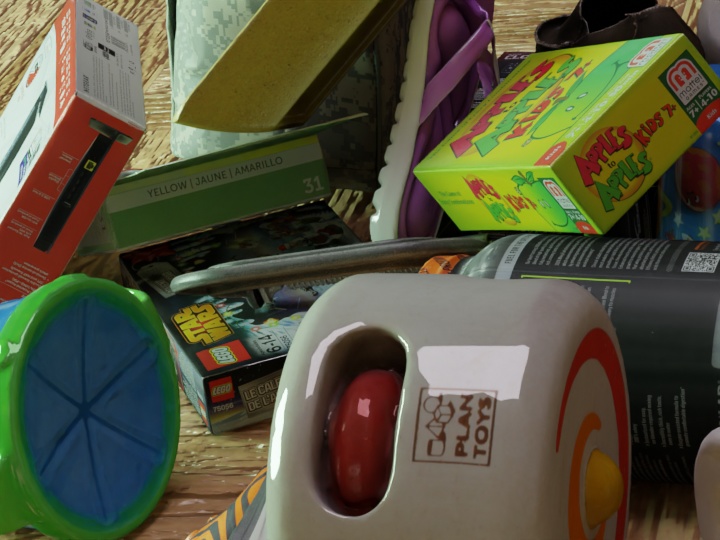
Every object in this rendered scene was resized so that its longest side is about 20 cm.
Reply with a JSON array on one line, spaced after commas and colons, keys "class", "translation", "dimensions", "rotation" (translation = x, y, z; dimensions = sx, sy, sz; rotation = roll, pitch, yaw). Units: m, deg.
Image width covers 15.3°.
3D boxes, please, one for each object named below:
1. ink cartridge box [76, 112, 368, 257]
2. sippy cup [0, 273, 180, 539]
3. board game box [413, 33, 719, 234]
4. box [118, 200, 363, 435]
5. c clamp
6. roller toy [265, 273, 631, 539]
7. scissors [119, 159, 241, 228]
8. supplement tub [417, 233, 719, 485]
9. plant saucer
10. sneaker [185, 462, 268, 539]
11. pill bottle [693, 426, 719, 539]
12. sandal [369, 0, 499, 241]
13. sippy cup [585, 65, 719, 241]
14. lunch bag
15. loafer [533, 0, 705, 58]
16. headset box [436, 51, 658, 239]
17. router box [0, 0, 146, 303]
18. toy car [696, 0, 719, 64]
[{"class": "ink cartridge box", "translation": [-0.086, -0.050, 1.610], "dimensions": [0.145, 0.048, 0.200], "rotation": [-16, 5, -19]}, {"class": "sippy cup", "translation": [-0.184, 0.075, 1.396], "dimensions": [0.130, 0.141, 0.177], "rotation": [-4, -4, 35]}, {"class": "board game box", "translation": [0.110, -0.071, 1.432], "dimensions": [0.102, 0.048, 0.200], "rotation": [-45, 14, -13]}, {"class": "box", "translation": [-0.052, 0.023, 1.560], "dimensions": [0.136, 0.040, 0.200], "rotation": [-16, 25, -14]}, {"class": "c clamp", "translation": [0.000, 0.000, 1.472], "dimensions": [0.198, 0.027, 0.171], "rotation": [-7, -1, 8]}, {"class": "roller toy", "translation": [0.048, 0.095, 1.187], "dimensions": [0.139, 0.184, 0.200], "rotation": [1, 25, 19]}, {"class": "scissors", "translation": [-0.110, -0.035, 1.749], "dimensions": [0.073, 0.014, 0.200], "rotation": [-14, 25, -17]}, {"class": "supplement tub", "translation": [0.128, 0.044, 1.350], "dimensions": [0.199, 0.123, 0.123], "rotation": [3, 26, 24]}, {"class": "plant saucer", "translation": [-0.016, -0.151, 1.565], "dimensions": [0.200, 0.048, 0.200], "rotation": [-51, -2, 8]}, {"class": "sneaker", "translation": [-0.088, 0.144, 1.257], "dimensions": [0.111, 0.078, 0.200], "rotation": [1, 26, 19]}, {"class": "pill bottle", "translation": [0.259, 0.100, 1.190], "dimensions": [0.199, 0.115, 0.114], "rotation": [-14, 24, -12]}, {"class": "sandal", "translation": [0.058, -0.098, 1.560], "dimensions": [0.049, 0.204, 0.082], "rotation": [12, -2, 28]}, {"class": "sippy cup", "translation": [0.222, -0.043, 1.484], "dimensions": [0.177, 0.131, 0.139], "rotation": [-20, 27, -26]}, {"class": "lunch bag", "translation": [-0.051, -0.161, 1.761], "dimensions": [0.166, 0.201, 0.139], "rotation": [3, 23, 12]}, {"class": "loafer", "translation": [0.157, -0.141, 1.607], "dimensions": [0.073, 0.072, 0.200], "rotation": [-16, 14, -16]}, {"class": "headset box", "translation": [0.132, -0.075, 1.671], "dimensions": [0.148, 0.078, 0.200], "rotation": [3, 26, 25]}, {"class": "router box", "translation": [-0.196, -0.056, 1.630], "dimensions": [0.049, 0.180, 0.200], "rotation": [27, 17, -17]}, {"class": "toy car", "translation": [0.318, -0.161, 1.646], "dimensions": [0.199, 0.151, 0.175], "rotation": [17, 1, 35]}]
